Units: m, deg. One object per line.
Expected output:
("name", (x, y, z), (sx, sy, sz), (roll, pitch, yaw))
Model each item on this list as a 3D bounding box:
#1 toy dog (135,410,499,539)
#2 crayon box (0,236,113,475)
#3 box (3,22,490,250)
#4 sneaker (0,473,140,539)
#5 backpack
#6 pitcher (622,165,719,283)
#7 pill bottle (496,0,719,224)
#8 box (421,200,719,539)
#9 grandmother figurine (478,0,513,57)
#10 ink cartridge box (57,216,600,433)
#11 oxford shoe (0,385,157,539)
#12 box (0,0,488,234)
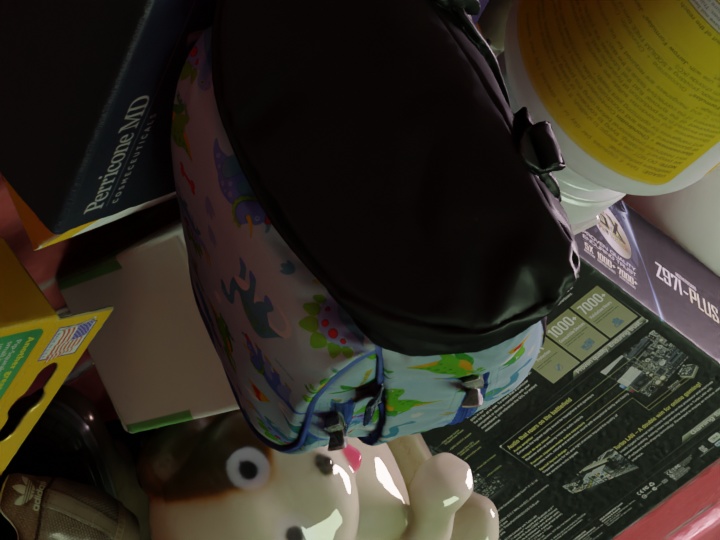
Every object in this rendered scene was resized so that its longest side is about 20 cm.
("toy dog", (-0.040, 0.107, 1.360), (0.193, 0.140, 0.200), (-18, 176, 11))
("crayon box", (-0.214, 0.053, 1.178), (0.199, 0.052, 0.126), (-12, 147, -48))
("box", (-0.039, -0.071, 1.176), (0.199, 0.042, 0.119), (-25, 179, -36))
("sneaker", (-0.190, 0.135, 1.350), (0.075, 0.071, 0.200), (35, 139, -29))
("backpack", (0.002, -0.013, 0.990), (0.153, 0.164, 0.200), (-31, 166, 4))
("pitcher", (0.213, -0.065, 1.566), (0.171, 0.121, 0.201), (-34, 148, -35))
("pill bottle", (0.129, -0.100, 1.143), (0.112, 0.112, 0.200), (-19, 165, -41))
("box", (0.099, 0.064, 1.516), (0.163, 0.086, 0.200), (35, 121, -25))
("grandmother figurine", (0.071, -0.156, 1.218), (0.121, 0.061, 0.200), (-21, 151, -20))
("ink cartridge box", (-0.014, -0.009, 1.265), (0.199, 0.085, 0.146), (-28, -175, -29))
("oxford shoe", (-0.134, 0.101, 1.408), (0.085, 0.072, 0.200), (-59, 162, -24))
("box", (-0.046, -0.121, 1.030), (0.199, 0.104, 0.148), (-23, 155, -36))
